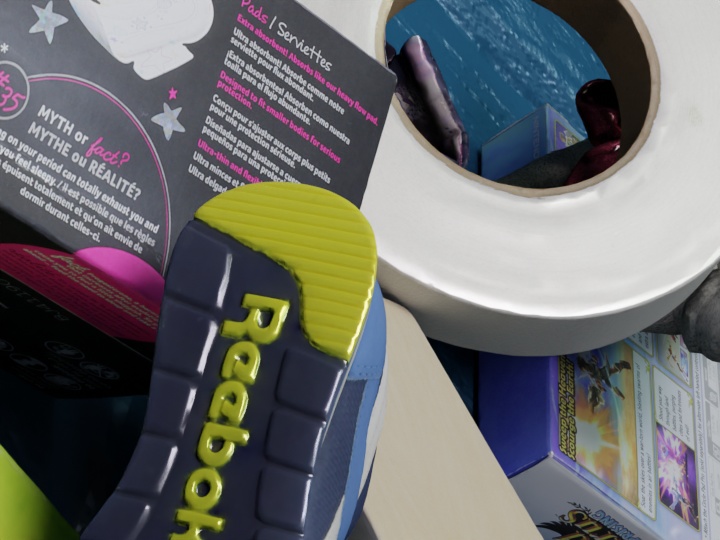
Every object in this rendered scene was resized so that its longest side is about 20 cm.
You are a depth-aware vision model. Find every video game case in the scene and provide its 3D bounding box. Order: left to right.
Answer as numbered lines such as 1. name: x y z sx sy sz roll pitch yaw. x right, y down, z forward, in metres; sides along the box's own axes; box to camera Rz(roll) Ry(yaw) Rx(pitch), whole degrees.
1. video game case: 0.124 0.054 1.169 0.181 0.045 0.201 38 38 -33

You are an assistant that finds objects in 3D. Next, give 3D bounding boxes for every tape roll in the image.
1. tape roll: 0.054 -0.067 0.952 0.202 0.037 0.204 7 63 -13

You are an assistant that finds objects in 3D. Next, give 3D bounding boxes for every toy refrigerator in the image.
1. toy refrigerator: 0.000 0.081 0.820 0.076 0.070 0.200 19 24 -31

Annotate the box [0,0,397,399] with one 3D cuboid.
1. box: -0.108 -0.053 0.800 0.200 0.132 0.115 35 64 -38

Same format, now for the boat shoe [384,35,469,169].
1. boat shoe: 0.000 0.000 0.981 0.074 0.092 0.201 16 53 -50

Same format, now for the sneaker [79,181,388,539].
1. sneaker: -0.038 0.079 0.722 0.082 0.074 0.201 75 35 -65

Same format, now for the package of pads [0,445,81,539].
1. package of pads: -0.155 0.082 0.707 0.200 0.068 0.155 50 33 -19

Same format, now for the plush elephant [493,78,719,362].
1. plush elephant: 0.129 -0.054 1.063 0.200 0.164 0.156 -6 103 -60
